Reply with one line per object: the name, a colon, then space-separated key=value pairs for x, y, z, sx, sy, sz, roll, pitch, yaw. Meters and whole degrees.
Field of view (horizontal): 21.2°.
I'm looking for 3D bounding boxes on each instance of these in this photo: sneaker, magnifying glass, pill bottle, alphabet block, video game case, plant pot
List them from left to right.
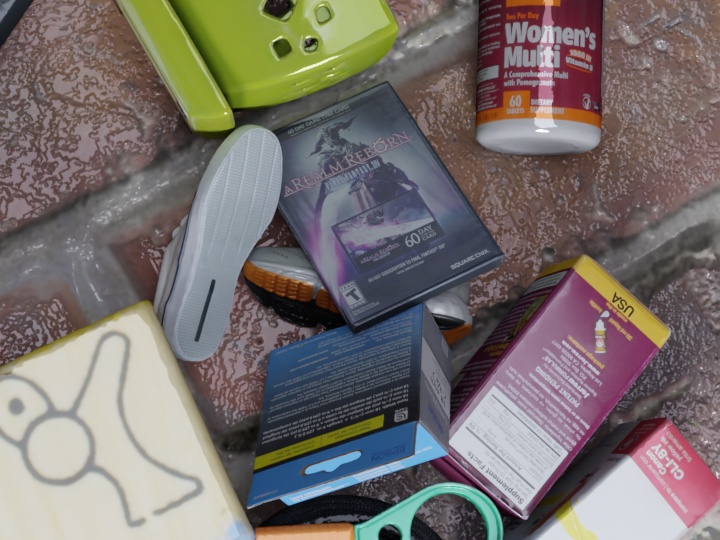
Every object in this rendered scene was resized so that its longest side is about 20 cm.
alphabet block: x=-0.213 y=0.157 z=1.500 sx=0.194 sy=0.196 sz=0.202 roll=-24 pitch=89 yaw=-12
sneaker: x=-0.127 y=-0.028 z=1.581 sx=0.073 sy=0.071 sz=0.202 roll=21 pitch=92 yaw=-37
plant pot: x=-0.098 y=-0.222 z=1.559 sx=0.180 sy=0.200 sz=0.200 roll=-31 pitch=90 yaw=-3
sneaker: x=0.000 y=0.000 z=1.622 sx=0.198 sy=0.076 sz=0.093 roll=13 pitch=62 yaw=-5
video game case: x=0.009 y=-0.056 z=1.598 sx=0.142 sy=0.019 sz=0.201 roll=-24 pitch=63 yaw=-15
magnifying glass: x=0.015 y=0.211 z=1.524 sx=0.198 sy=0.022 sz=0.081 roll=-3 pitch=83 yaw=-4
pill bottle: x=0.154 y=-0.205 z=1.638 sx=0.108 sy=0.110 sz=0.202 roll=3 pitch=84 yaw=-9

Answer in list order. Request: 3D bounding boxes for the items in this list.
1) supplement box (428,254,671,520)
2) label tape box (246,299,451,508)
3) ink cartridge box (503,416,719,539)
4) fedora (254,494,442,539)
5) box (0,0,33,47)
supplement box: x=0.146 y=0.097 z=1.597 sx=0.103 sy=0.131 sz=0.200 roll=41 pitch=81 yaw=-5
label tape box: x=-0.006 y=0.123 z=1.516 sx=0.143 sy=0.201 sz=0.064 roll=-19 pitch=121 yaw=16
ink cartridge box: x=0.187 y=0.217 z=1.584 sx=0.200 sy=0.145 sz=0.084 roll=-40 pitch=91 yaw=-11
fedora: x=-0.012 y=0.276 z=1.572 sx=0.198 sy=0.092 sz=0.203 roll=1 pitch=84 yaw=-5
box: x=-0.345 y=-0.241 z=1.575 sx=0.141 sy=0.079 sz=0.201 roll=34 pitch=80 yaw=-2
